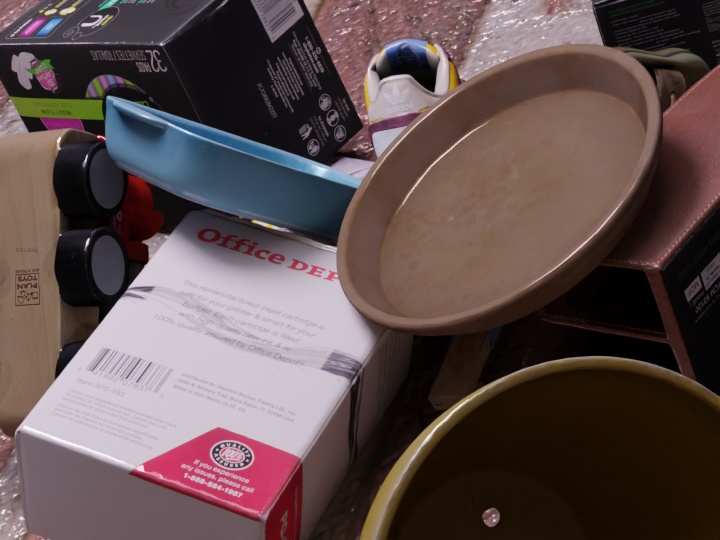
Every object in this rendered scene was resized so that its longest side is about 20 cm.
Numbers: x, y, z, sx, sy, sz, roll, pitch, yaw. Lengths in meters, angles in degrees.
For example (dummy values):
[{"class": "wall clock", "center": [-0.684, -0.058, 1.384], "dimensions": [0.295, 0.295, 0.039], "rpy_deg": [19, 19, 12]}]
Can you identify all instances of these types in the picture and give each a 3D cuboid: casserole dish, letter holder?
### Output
[{"class": "casserole dish", "center": [-0.063, -0.053, 1.276], "dimensions": [0.121, 0.200, 0.039], "rpy_deg": [26, 98, 47]}, {"class": "letter holder", "center": [0.175, -0.028, 1.226], "dimensions": [0.142, 0.101, 0.200], "rpy_deg": [9, 43, 43]}]

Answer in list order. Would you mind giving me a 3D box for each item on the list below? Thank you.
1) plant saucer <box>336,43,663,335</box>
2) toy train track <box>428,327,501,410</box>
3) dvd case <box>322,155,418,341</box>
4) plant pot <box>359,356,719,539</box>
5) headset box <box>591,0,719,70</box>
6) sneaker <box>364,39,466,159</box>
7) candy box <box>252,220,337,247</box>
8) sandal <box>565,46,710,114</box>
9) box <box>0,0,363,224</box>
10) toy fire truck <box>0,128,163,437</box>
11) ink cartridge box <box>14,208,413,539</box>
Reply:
[{"class": "plant saucer", "center": [0.076, -0.040, 1.184], "dimensions": [0.200, 0.029, 0.200], "rpy_deg": [-26, 37, 21]}, {"class": "toy train track", "center": [0.086, 0.010, 1.287], "dimensions": [0.114, 0.033, 0.200], "rpy_deg": [-6, 41, 32]}, {"class": "dvd case", "center": [-0.003, -0.017, 1.399], "dimensions": [0.200, 0.016, 0.149], "rpy_deg": [11, 45, 43]}, {"class": "plant pot", "center": [0.077, 0.139, 0.970], "dimensions": [0.200, 0.200, 0.142], "rpy_deg": [-32, 6, -16]}, {"class": "headset box", "center": [0.242, -0.203, 1.458], "dimensions": [0.174, 0.093, 0.200], "rpy_deg": [-13, 31, 13]}, {"class": "sneaker", "center": [0.044, -0.111, 1.413], "dimensions": [0.075, 0.090, 0.200], "rpy_deg": [-12, 18, 7]}, {"class": "candy box", "center": [0.000, 0.000, 1.316], "dimensions": [0.200, 0.026, 0.102], "rpy_deg": [-7, 43, 35]}, {"class": "sandal", "center": [0.167, -0.089, 1.307], "dimensions": [0.057, 0.080, 0.201], "rpy_deg": [39, 32, 22]}, {"class": "box", "center": [-0.128, -0.124, 1.502], "dimensions": [0.200, 0.149, 0.124], "rpy_deg": [4, 39, 46]}, {"class": "toy fire truck", "center": [-0.163, 0.014, 1.354], "dimensions": [0.128, 0.177, 0.200], "rpy_deg": [-5, -6, 27]}, {"class": "ink cartridge box", "center": [-0.073, 0.071, 1.203], "dimensions": [0.145, 0.084, 0.200], "rpy_deg": [17, 44, 17]}]
